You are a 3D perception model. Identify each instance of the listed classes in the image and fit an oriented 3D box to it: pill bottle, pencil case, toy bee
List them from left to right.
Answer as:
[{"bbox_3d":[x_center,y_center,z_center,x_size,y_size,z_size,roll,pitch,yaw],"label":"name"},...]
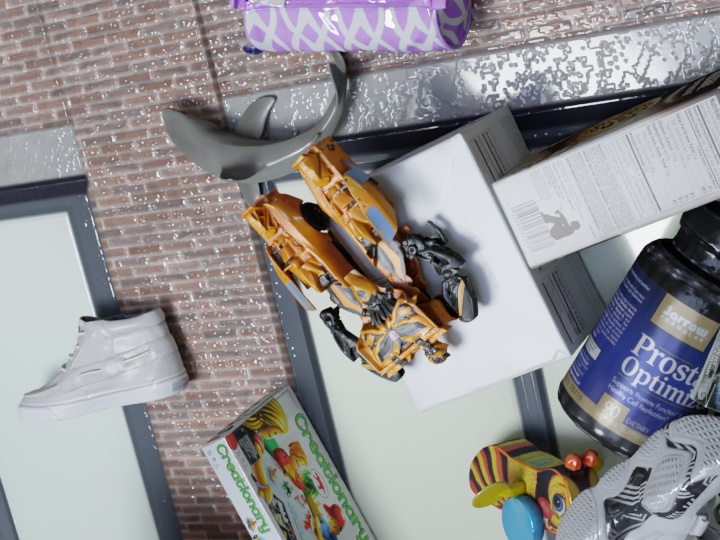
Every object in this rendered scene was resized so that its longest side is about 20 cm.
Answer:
[{"bbox_3d":[-0.006,-0.223,1.230,0.199,0.085,0.084,3,83,24],"label":"pencil case"},{"bbox_3d":[0.173,0.188,1.267,0.200,0.131,0.109,24,119,32],"label":"toy bee"},{"bbox_3d":[0.251,0.046,1.177,0.112,0.112,0.200,32,108,13],"label":"pill bottle"}]

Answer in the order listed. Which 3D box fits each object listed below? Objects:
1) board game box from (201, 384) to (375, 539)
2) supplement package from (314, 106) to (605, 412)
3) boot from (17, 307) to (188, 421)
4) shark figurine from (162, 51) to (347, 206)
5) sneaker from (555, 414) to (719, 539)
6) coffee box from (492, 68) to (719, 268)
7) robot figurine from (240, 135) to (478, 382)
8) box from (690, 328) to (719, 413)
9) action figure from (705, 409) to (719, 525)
[{"bbox_3d":[-0.060,0.222,1.398,0.035,0.126,0.200,-26,96,32],"label":"board game box"},{"bbox_3d":[0.086,-0.009,1.247,0.155,0.111,0.200,-24,96,31],"label":"supplement package"},{"bbox_3d":[-0.271,0.092,1.496,0.199,0.074,0.096,-13,96,21],"label":"boot"},{"bbox_3d":[-0.084,-0.109,1.312,0.214,0.089,0.129,-16,102,32],"label":"shark figurine"},{"bbox_3d":[0.251,0.189,1.138,0.115,0.075,0.200,31,132,-16],"label":"sneaker"},{"bbox_3d":[0.219,-0.084,1.153,0.200,0.113,0.080,-23,97,30],"label":"coffee box"},{"bbox_3d":[0.000,0.000,1.194,0.200,0.058,0.145,50,122,3],"label":"robot figurine"},{"bbox_3d":[0.366,0.072,1.108,0.199,0.040,0.137,21,94,-9],"label":"box"},{"bbox_3d":[0.328,0.164,1.198,0.199,0.102,0.119,5,112,21],"label":"action figure"}]
